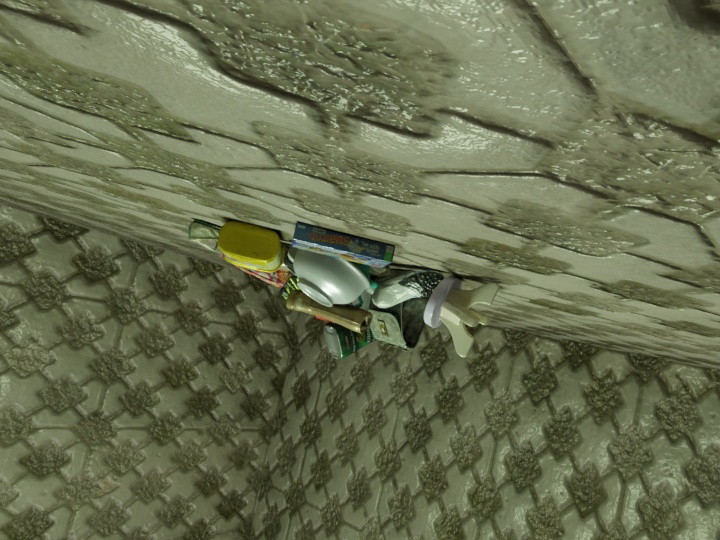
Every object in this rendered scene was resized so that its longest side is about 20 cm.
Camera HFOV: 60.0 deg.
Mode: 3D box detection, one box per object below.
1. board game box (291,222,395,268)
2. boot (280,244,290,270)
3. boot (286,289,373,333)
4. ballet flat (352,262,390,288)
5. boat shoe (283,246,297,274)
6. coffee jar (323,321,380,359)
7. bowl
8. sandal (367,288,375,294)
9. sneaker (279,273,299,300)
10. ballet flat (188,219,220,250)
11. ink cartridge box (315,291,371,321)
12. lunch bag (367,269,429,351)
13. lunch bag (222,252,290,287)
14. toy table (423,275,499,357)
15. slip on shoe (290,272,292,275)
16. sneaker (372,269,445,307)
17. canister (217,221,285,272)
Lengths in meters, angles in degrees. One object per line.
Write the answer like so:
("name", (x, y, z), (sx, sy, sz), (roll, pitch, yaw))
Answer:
("board game box", (-0.039, -0.048, 1.259), (0.198, 0.035, 0.135), (14, 174, -7))
("boot", (-0.156, -0.024, 1.634), (0.145, 0.071, 0.199), (13, -175, 32))
("boot", (-0.063, 0.096, 1.533), (0.198, 0.067, 0.175), (16, -167, 16))
("ballet flat", (0.035, 0.006, 1.522), (0.070, 0.068, 0.200), (-2, 171, 23))
("boat shoe", (-0.102, 0.010, 1.562), (0.199, 0.074, 0.060), (29, 141, -10))
("coffee jar", (0.000, 0.165, 1.749), (0.199, 0.106, 0.085), (-22, -163, -32))
("bowl", (-0.083, 0.019, 1.428), (0.200, 0.091, 0.201), (31, 164, 10))
("sandal", (-0.006, -0.004, 1.601), (0.082, 0.050, 0.203), (32, 169, 27))
("sneaker", (-0.178, 0.041, 1.804), (0.075, 0.077, 0.200), (36, 151, -7))
("ballet flat", (-0.359, -0.077, 1.615), (0.199, 0.063, 0.067), (17, 174, -41))
("ink cartridge box", (-0.057, 0.090, 1.739), (0.198, 0.068, 0.116), (-19, -168, -28))
("lunch bag", (0.100, 0.104, 1.660), (0.117, 0.202, 0.164), (15, 176, -29))
("lunch bag", (-0.300, -0.021, 1.797), (0.199, 0.083, 0.176), (29, 171, -9))
("toy table", (0.234, 0.092, 1.448), (0.116, 0.186, 0.199), (27, -160, 21))
("slip on shoe", (-0.109, -0.007, 1.818), (0.198, 0.075, 0.061), (1, -146, 26))
("sneaker", (0.116, 0.035, 1.502), (0.198, 0.073, 0.072), (-19, 113, 33))
("canister", (-0.256, -0.054, 1.480), (0.147, 0.088, 0.200), (13, 174, -4))
